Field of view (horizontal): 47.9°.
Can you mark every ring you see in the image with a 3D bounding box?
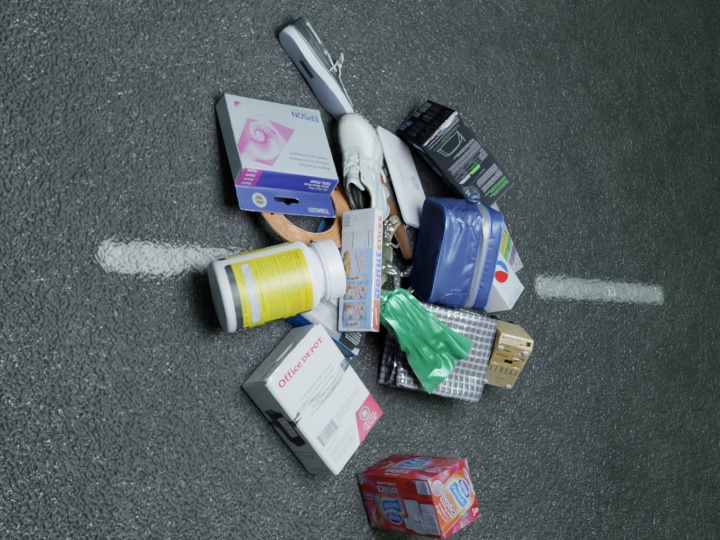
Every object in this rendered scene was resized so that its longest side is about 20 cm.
[{"bbox_3d":[-0.099,-0.116,1.378,0.198,0.019,0.203,22,49,-28],"label":"ring"}]

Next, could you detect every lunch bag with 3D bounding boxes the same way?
[{"bbox_3d":[0.177,-0.038,1.429,0.130,0.136,0.204,6,106,-16],"label":"lunch bag"}]

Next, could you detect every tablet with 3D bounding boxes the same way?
[{"bbox_3d":[0.088,-0.167,1.522,0.130,0.014,0.203,18,52,-58],"label":"tablet"}]

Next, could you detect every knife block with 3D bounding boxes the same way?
[{"bbox_3d":[0.278,0.125,1.557,0.063,0.201,0.178,12,52,1],"label":"knife block"}]

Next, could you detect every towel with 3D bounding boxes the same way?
[{"bbox_3d":[0.143,0.144,1.464,0.197,0.085,0.169,13,91,-22],"label":"towel"}]

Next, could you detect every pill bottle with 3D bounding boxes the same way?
[{"bbox_3d":[-0.130,0.019,1.265,0.197,0.114,0.116,-14,90,-18],"label":"pill bottle"}]

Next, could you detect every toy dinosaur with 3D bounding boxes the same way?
[{"bbox_3d":[0.053,0.001,1.431,0.087,0.047,0.202,29,54,-22],"label":"toy dinosaur"}]

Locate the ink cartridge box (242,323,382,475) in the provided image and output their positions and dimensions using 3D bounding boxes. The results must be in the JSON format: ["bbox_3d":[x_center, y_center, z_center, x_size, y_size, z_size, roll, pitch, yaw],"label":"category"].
[{"bbox_3d":[-0.076,0.210,1.327,0.145,0.084,0.201,-48,112,-35],"label":"ink cartridge box"}]

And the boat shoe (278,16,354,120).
[{"bbox_3d":[-0.064,-0.362,1.458,0.068,0.073,0.200,-41,99,-21],"label":"boat shoe"}]

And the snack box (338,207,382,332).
[{"bbox_3d":[0.000,0.000,1.348,0.024,0.071,0.204,12,78,-53],"label":"snack box"}]

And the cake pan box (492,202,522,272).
[{"bbox_3d":[0.233,-0.047,1.653,0.183,0.052,0.203,-30,101,-36],"label":"cake pan box"}]

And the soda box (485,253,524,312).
[{"bbox_3d":[0.231,-0.015,1.570,0.201,0.068,0.064,54,56,-18],"label":"soda box"}]

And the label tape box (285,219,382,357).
[{"bbox_3d":[-0.038,0.027,1.408,0.144,0.063,0.202,38,60,-28],"label":"label tape box"}]

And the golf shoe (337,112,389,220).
[{"bbox_3d":[0.000,-0.179,1.423,0.097,0.077,0.203,-27,102,-68],"label":"golf shoe"}]

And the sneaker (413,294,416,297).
[{"bbox_3d":[0.143,0.059,1.534,0.076,0.083,0.204,11,76,-36],"label":"sneaker"}]

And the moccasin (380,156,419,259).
[{"bbox_3d":[0.049,-0.113,1.504,0.204,0.077,0.074,62,26,-7],"label":"moccasin"}]

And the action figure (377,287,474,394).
[{"bbox_3d":[0.089,0.098,1.375,0.200,0.055,0.118,46,77,-16],"label":"action figure"}]

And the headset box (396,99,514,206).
[{"bbox_3d":[0.184,-0.215,1.557,0.093,0.174,0.200,-43,114,3],"label":"headset box"}]

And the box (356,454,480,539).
[{"bbox_3d":[0.094,0.375,1.359,0.094,0.199,0.101,-16,91,-37],"label":"box"}]

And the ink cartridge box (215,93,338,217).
[{"bbox_3d":[-0.131,-0.191,1.354,0.194,0.043,0.203,2,61,-39],"label":"ink cartridge box"}]
